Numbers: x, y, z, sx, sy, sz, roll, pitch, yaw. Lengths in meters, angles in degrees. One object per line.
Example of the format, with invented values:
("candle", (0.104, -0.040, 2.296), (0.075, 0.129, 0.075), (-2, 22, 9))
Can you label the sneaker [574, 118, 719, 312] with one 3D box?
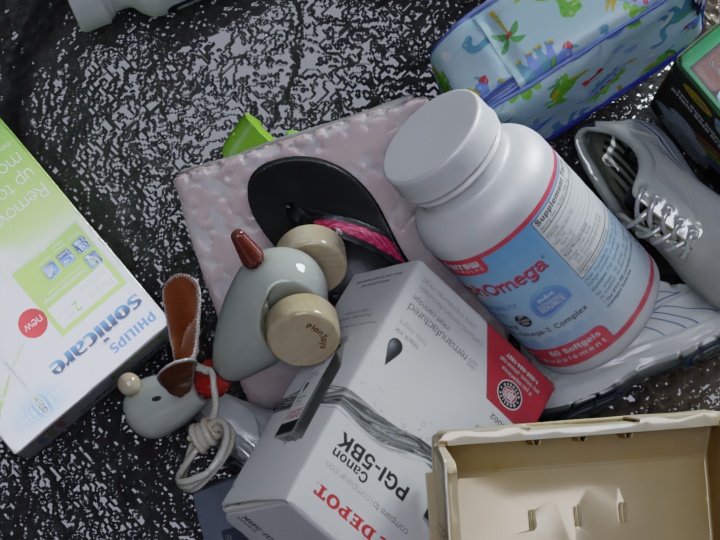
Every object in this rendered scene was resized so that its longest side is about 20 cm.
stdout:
("sneaker", (0.217, -0.035, 1.614), (0.200, 0.071, 0.073), (51, 129, 40))

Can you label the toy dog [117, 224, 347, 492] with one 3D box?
("toy dog", (-0.097, 0.038, 1.534), (0.200, 0.132, 0.096), (-46, 117, 7))

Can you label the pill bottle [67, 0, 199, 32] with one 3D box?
("pill bottle", (-0.128, -0.253, 1.657), (0.199, 0.116, 0.116), (-23, 83, -4))

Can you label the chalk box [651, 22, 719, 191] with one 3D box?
("chalk box", (0.297, -0.127, 1.593), (0.124, 0.200, 0.125), (-38, 85, -5))

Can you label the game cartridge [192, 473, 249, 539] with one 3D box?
("game cartridge", (-0.049, 0.234, 1.587), (0.041, 0.133, 0.201), (-22, 89, -25))

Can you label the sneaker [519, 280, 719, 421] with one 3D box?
("sneaker", (0.206, 0.037, 1.647), (0.199, 0.075, 0.087), (-22, 74, -5))

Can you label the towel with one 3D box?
("towel", (-0.014, -0.010, 1.628), (0.199, 0.032, 0.192), (-16, 103, 10))

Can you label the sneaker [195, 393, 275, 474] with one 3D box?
("sneaker", (-0.022, 0.127, 1.638), (0.199, 0.078, 0.100), (29, 77, -6))

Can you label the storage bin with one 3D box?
("storage bin", (0.149, 0.194, 1.441), (0.199, 0.094, 0.200), (-4, 88, -7))

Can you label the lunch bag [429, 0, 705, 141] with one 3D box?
("lunch bag", (0.151, -0.162, 1.625), (0.200, 0.161, 0.083), (-33, 76, -2))

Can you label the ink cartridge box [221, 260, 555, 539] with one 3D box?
("ink cartridge box", (0.021, 0.118, 1.522), (0.147, 0.083, 0.200), (42, 60, -23))

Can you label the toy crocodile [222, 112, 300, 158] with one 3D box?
("toy crocodile", (-0.008, -0.054, 1.663), (0.199, 0.062, 0.068), (22, 107, 0))

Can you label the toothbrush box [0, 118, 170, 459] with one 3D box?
("toothbrush box", (-0.250, 0.012, 1.638), (0.145, 0.086, 0.200), (-39, 86, -5))

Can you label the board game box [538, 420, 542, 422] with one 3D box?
("board game box", (0.120, 0.216, 1.646), (0.104, 0.023, 0.201), (27, 83, -1))

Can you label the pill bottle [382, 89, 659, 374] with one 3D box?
("pill bottle", (0.108, -0.028, 1.555), (0.109, 0.109, 0.200), (-49, 119, -6))

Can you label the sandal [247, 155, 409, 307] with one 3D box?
("sandal", (0.000, 0.000, 1.590), (0.075, 0.045, 0.200), (-39, 99, 15))
